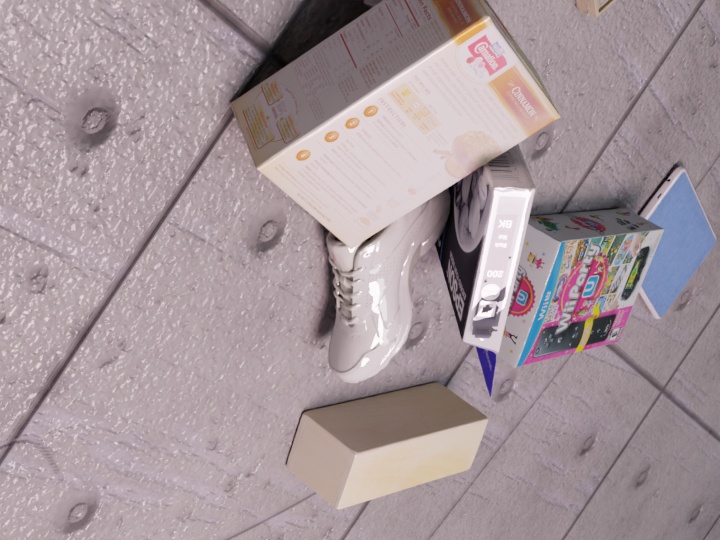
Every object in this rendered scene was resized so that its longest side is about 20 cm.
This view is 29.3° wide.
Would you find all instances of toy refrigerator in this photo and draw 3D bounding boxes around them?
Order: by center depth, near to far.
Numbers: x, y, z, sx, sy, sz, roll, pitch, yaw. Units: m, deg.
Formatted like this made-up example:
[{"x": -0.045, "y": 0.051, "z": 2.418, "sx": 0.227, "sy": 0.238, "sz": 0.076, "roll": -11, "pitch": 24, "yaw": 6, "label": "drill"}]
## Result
[{"x": 0.028, "y": 0.170, "z": 1.344, "sx": 0.200, "sy": 0.076, "sz": 0.070, "roll": -7, "pitch": 122, "yaw": -48, "label": "toy refrigerator"}]

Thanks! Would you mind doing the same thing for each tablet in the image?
[{"x": 0.366, "y": -0.030, "z": 1.641, "sx": 0.130, "sy": 0.014, "sz": 0.200, "roll": -53, "pitch": 146, "yaw": -6, "label": "tablet"}]

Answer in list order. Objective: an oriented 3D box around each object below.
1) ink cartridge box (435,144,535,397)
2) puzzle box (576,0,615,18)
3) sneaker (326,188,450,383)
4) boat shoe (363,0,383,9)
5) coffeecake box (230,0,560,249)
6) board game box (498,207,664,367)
[{"x": 0.098, "y": -0.027, "z": 1.186, "sx": 0.043, "sy": 0.198, "sz": 0.200, "roll": 4, "pitch": 119, "yaw": -7, "label": "ink cartridge box"}, {"x": 0.264, "y": -0.340, "z": 1.264, "sx": 0.200, "sy": 0.025, "sz": 0.133, "roll": -43, "pitch": 144, "yaw": -18, "label": "puzzle box"}, {"x": 0.000, "y": 0.000, "z": 1.190, "sx": 0.099, "sy": 0.078, "sz": 0.200, "roll": 9, "pitch": 101, "yaw": -45, "label": "sneaker"}, {"x": 0.055, "y": -0.181, "z": 1.096, "sx": 0.200, "sy": 0.073, "sz": 0.067, "roll": 17, "pitch": 99, "yaw": -55, "label": "boat shoe"}, {"x": 0.029, "y": -0.122, "z": 1.046, "sx": 0.200, "sy": 0.073, "sz": 0.153, "roll": -32, "pitch": 146, "yaw": 13, "label": "coffeecake box"}, {"x": 0.223, "y": 0.015, "z": 1.463, "sx": 0.200, "sy": 0.064, "sz": 0.148, "roll": -7, "pitch": 122, "yaw": -46, "label": "board game box"}]
